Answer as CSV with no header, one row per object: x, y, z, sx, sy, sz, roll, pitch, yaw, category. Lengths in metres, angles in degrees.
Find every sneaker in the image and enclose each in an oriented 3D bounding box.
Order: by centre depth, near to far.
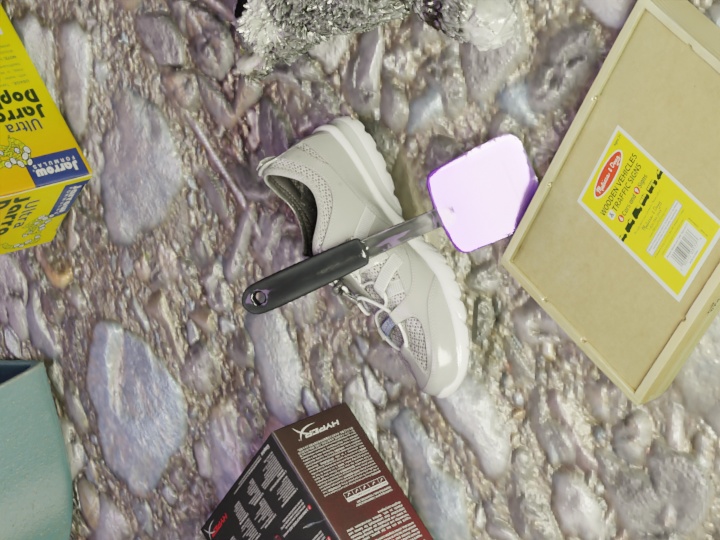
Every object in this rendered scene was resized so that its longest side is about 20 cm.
0.000,0.000,1.020,0.201,0.081,0.075,59,153,20,sneaker

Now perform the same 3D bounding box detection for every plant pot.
-0.380,0.215,1.478,0.195,0.195,0.202,-3,112,49,plant pot

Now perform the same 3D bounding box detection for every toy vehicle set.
0.161,-0.037,0.871,0.124,0.026,0.201,49,135,26,toy vehicle set

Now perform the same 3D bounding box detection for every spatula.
0.015,-0.018,0.965,0.198,0.021,0.057,-25,92,16,spatula

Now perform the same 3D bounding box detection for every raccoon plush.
-0.008,-0.148,0.983,0.200,0.096,0.135,45,141,28,raccoon plush

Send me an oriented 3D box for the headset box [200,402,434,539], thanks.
-0.014,0.222,1.132,0.201,0.075,0.149,55,138,19,headset box

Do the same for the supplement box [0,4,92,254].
-0.331,-0.123,1.346,0.201,0.109,0.109,59,139,15,supplement box
